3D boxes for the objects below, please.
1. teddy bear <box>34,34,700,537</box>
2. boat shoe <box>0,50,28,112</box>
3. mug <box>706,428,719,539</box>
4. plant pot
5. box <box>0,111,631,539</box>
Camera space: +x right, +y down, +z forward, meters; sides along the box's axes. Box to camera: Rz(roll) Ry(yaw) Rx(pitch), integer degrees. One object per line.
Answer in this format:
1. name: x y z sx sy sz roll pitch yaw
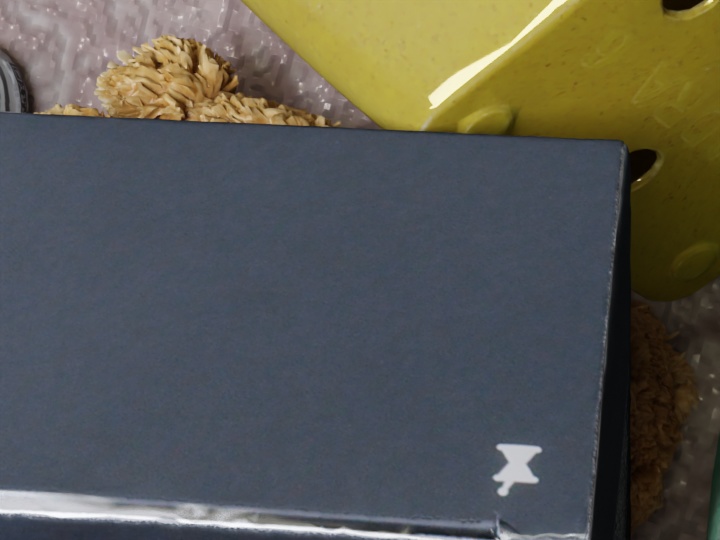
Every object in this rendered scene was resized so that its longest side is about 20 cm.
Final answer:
1. teddy bear: 0.000 0.000 0.736 0.200 0.145 0.067 43 126 24
2. boat shoe: -0.202 -0.044 0.858 0.199 0.057 0.069 -8 85 22
3. mug: 0.169 0.037 0.654 0.152 0.114 0.185 31 115 -2
4. plant pot: 0.060 -0.113 0.653 0.200 0.200 0.177 -39 57 16
5. box: -0.016 0.070 0.617 0.148 0.200 0.107 4 51 8
